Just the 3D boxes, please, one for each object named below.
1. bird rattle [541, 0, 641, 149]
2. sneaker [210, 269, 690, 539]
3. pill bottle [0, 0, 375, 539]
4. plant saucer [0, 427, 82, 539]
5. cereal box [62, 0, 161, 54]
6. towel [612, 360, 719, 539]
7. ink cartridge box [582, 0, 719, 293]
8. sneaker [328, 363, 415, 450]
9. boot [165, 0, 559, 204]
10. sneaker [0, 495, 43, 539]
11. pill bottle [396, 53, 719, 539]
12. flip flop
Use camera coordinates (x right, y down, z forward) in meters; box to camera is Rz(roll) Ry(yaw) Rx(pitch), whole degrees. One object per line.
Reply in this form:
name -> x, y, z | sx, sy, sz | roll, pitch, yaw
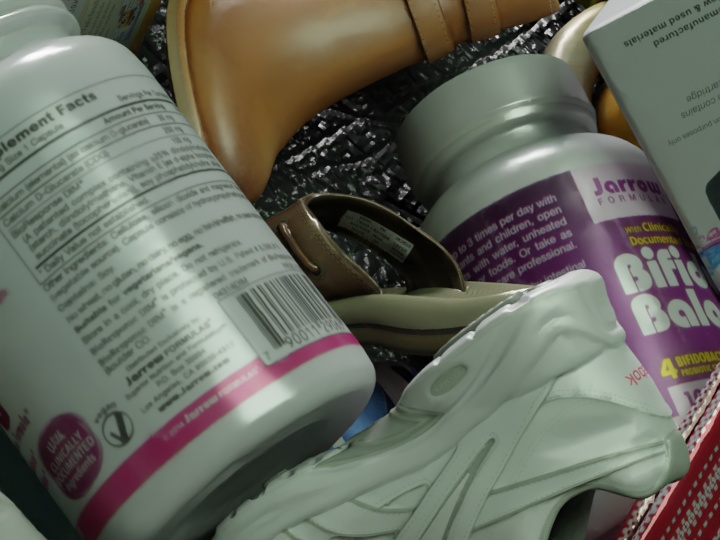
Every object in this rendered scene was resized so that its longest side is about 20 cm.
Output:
bird rattle -> 0.149, -0.068, 1.077 | 0.200, 0.113, 0.163 | 50, 58, -8
sneaker -> 0.022, 0.093, 0.767 | 0.100, 0.200, 0.078 | 54, 22, 9
pill bottle -> -0.096, -0.006, 0.793 | 0.113, 0.113, 0.200 | -27, 73, -41
plant saucer -> -0.155, 0.070, 0.808 | 0.200, 0.039, 0.202 | 16, 51, -20
cereal box -> -0.144, -0.106, 0.868 | 0.200, 0.144, 0.040 | -28, 71, -42
towel -> 0.151, 0.109, 0.866 | 0.022, 0.200, 0.145 | 17, 63, 37
ink cartridge box -> 0.183, -0.044, 0.957 | 0.201, 0.083, 0.146 | 60, 22, -9
sneaker -> 0.039, 0.114, 0.861 | 0.082, 0.074, 0.200 | -26, 75, -42
boot -> 0.004, -0.097, 0.943 | 0.154, 0.074, 0.201 | -3, 42, 7
sneaker -> -0.090, 0.130, 0.709 | 0.199, 0.075, 0.089 | 26, 45, -23
pill bottle -> 0.087, 0.017, 0.942 | 0.112, 0.112, 0.201 | -6, 62, -34
flip flop -> 0.000, 0.000, 0.865 | 0.081, 0.199, 0.058 | -13, 101, -50
